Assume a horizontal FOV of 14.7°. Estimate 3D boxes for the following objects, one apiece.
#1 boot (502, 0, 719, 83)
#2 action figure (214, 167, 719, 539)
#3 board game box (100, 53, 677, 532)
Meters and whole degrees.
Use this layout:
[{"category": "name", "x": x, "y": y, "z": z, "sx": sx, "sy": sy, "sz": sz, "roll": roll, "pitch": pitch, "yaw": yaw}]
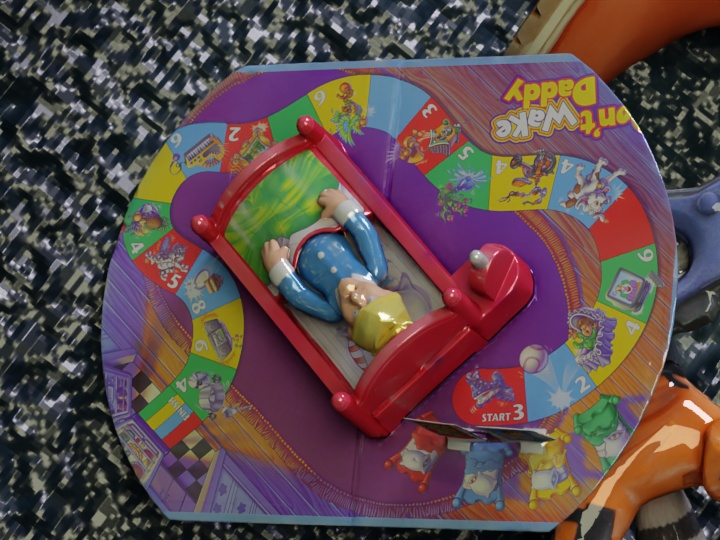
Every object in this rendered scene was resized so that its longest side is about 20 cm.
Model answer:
[{"category": "boot", "x": 0.146, "y": -0.104, "z": 0.958, "sx": 0.200, "sy": 0.075, "sz": 0.107, "roll": -35, "pitch": 87, "yaw": -3}, {"category": "action figure", "x": 0.061, "y": 0.059, "z": 0.931, "sx": 0.199, "sy": 0.105, "sz": 0.194, "roll": -23, "pitch": 76, "yaw": 11}, {"category": "board game box", "x": 0.000, "y": 0.000, "z": 0.888, "sx": 0.199, "sy": 0.039, "sz": 0.159, "roll": 0, "pitch": 73, "yaw": 21}]
